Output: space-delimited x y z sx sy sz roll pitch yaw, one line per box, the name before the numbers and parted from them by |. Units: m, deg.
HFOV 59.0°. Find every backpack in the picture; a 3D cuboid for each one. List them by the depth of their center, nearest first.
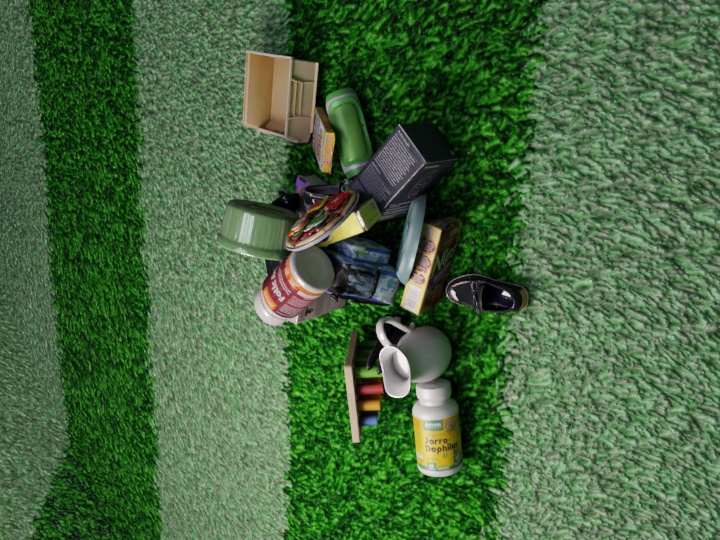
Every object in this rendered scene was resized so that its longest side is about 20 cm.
backpack | 0.000 0.000 1.499 0.182 0.196 0.151 27 99 58

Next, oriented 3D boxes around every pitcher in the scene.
pitcher | 0.118 0.175 1.446 0.119 0.198 0.176 -20 87 39

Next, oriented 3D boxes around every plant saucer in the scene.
plant saucer | 0.109 -0.071 1.413 0.027 0.201 0.205 12 111 0

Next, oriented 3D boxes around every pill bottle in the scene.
pill bottle | -0.155 0.038 1.432 0.199 0.113 0.116 -40 75 42
pill bottle | 0.180 0.364 1.492 0.111 0.112 0.206 0 100 38

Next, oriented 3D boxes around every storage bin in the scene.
storage bin | -0.209 -0.445 1.627 0.198 0.092 0.204 24 114 43

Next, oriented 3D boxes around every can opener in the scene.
can opener | 0.064 0.173 1.502 0.062 0.201 0.081 6 123 13

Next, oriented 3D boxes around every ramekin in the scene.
ramekin | -0.234 -0.099 1.496 0.197 0.198 0.101 21 104 33

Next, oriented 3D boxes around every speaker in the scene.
speaker | -0.023 -0.327 1.527 0.087 0.087 0.206 -16 89 39

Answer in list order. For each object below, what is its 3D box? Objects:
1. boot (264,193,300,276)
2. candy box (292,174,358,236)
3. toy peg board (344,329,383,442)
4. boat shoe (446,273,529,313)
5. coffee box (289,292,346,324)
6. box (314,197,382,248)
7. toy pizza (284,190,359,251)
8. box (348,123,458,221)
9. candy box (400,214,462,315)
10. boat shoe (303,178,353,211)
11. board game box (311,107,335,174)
boot | -0.196 -0.084 1.633 0.198 0.075 0.172 -30 78 43
candy box | -0.096 -0.124 1.639 0.198 0.071 0.171 36 120 28
toy peg board | 0.026 0.278 1.565 0.095 0.201 0.205 -4 109 7
boat shoe | 0.267 0.053 1.387 0.196 0.062 0.077 9 107 39
coffee box | -0.132 0.059 1.623 0.113 0.198 0.082 23 114 31
box | -0.050 -0.098 1.408 0.197 0.075 0.051 -17 108 41
toy pizza | -0.089 -0.117 1.379 0.197 0.202 0.032 -17 120 40
box | 0.094 -0.217 1.414 0.200 0.147 0.108 -45 73 35
candy box | 0.159 -0.014 1.423 0.055 0.116 0.205 23 114 27
boat shoe | -0.039 -0.183 1.521 0.193 0.075 0.069 1 132 3
board game box | -0.091 -0.316 1.541 0.201 0.029 0.098 -114 29 -55
